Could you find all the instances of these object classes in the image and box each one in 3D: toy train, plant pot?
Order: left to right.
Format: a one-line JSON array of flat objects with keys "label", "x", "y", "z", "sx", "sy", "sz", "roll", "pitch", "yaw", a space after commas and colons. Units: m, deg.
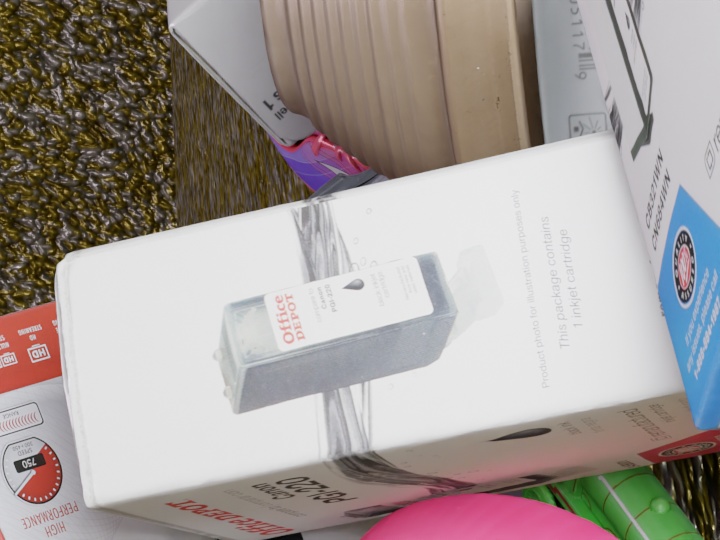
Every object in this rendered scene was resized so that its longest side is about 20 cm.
[{"label": "plant pot", "x": 0.014, "y": -0.111, "z": 0.869, "sx": 0.201, "sy": 0.092, "sz": 0.203, "roll": -4, "pitch": -90, "yaw": -84}, {"label": "toy train", "x": 0.084, "y": 0.077, "z": 0.886, "sx": 0.200, "sy": 0.041, "sz": 0.057, "roll": 53, "pitch": 146, "yaw": 41}]

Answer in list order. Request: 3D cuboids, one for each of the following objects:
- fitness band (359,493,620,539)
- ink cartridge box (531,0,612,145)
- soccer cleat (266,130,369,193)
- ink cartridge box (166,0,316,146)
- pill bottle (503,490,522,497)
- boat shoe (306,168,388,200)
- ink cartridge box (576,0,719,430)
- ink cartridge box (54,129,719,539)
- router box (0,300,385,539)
[{"label": "fitness band", "x": 0.069, "y": 0.154, "z": 0.824, "sx": 0.037, "sy": 0.143, "sz": 0.201, "roll": -51, "pitch": -56, "yaw": -37}, {"label": "ink cartridge box", "x": 0.096, "y": -0.057, "z": 0.941, "sx": 0.200, "sy": 0.057, "sz": 0.164, "roll": -9, "pitch": -85, "yaw": -78}, {"label": "soccer cleat", "x": 0.014, "y": -0.054, "z": 1.070, "sx": 0.069, "sy": 0.073, "sz": 0.200, "roll": -60, "pitch": 24, "yaw": -7}, {"label": "ink cartridge box", "x": -0.012, "y": -0.171, "z": 1.095, "sx": 0.084, "sy": 0.144, "sz": 0.201, "roll": 43, "pitch": -159, "yaw": -29}, {"label": "pill bottle", "x": 0.050, "y": 0.192, "z": 1.084, "sx": 0.112, "sy": 0.111, "sz": 0.202, "roll": -110, "pitch": 16, "yaw": -58}, {"label": "boat shoe", "x": 0.000, "y": 0.000, "z": 1.014, "sx": 0.067, "sy": 0.074, "sz": 0.200, "roll": 50, "pitch": 161, "yaw": -6}, {"label": "ink cartridge box", "x": 0.112, "y": -0.083, "z": 0.628, "sx": 0.147, "sy": 0.083, "sz": 0.201, "roll": 97, "pitch": 165, "yaw": -52}, {"label": "ink cartridge box", "x": 0.022, "y": 0.025, "z": 0.774, "sx": 0.146, "sy": 0.198, "sz": 0.086, "roll": 32, "pitch": -131, "yaw": -70}, {"label": "router box", "x": -0.054, "y": 0.091, "z": 0.881, "sx": 0.049, "sy": 0.199, "sz": 0.181, "roll": -31, "pitch": 80, "yaw": 46}]
